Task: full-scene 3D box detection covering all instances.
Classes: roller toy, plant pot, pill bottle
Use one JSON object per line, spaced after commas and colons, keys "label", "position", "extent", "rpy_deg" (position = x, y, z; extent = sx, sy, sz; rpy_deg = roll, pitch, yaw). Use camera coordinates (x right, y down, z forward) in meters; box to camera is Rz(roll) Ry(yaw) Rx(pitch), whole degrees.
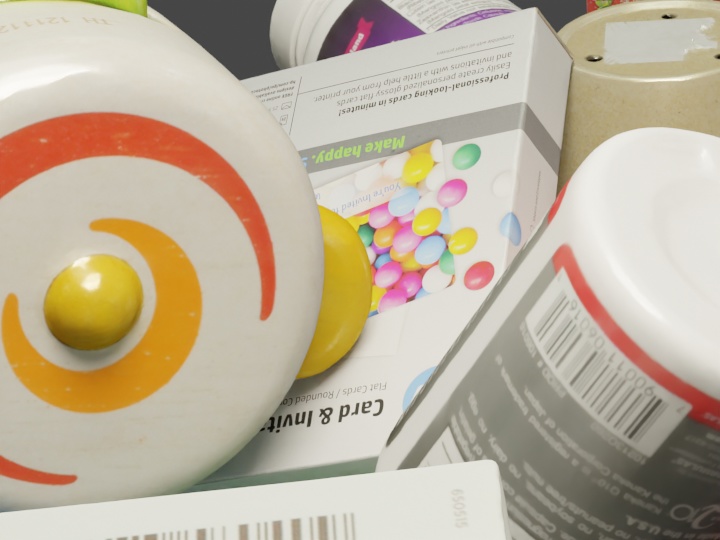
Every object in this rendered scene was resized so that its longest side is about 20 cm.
{"label": "roller toy", "position": [-0.111, -0.006, 0.904], "extent": [0.182, 0.200, 0.140], "rpy_deg": [-40, 29, -4]}
{"label": "plant pot", "position": [0.134, -0.009, 1.082], "extent": [0.187, 0.200, 0.187], "rpy_deg": [-6, 26, 3]}
{"label": "pill bottle", "position": [0.040, -0.085, 1.213], "extent": [0.111, 0.111, 0.200], "rpy_deg": [-20, 38, -25]}
{"label": "pill bottle", "position": [0.074, 0.059, 0.814], "extent": [0.114, 0.200, 0.114], "rpy_deg": [19, 41, -17]}

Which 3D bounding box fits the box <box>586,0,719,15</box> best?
{"label": "box", "position": [0.172, -0.087, 1.229], "extent": [0.095, 0.200, 0.100], "rpy_deg": [10, 31, 26]}

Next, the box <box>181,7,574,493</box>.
{"label": "box", "position": [0.000, 0.000, 0.991], "extent": [0.156, 0.041, 0.200], "rpy_deg": [-11, 54, 30]}

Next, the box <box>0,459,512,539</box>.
{"label": "box", "position": [-0.041, 0.189, 0.722], "extent": [0.199, 0.171, 0.200], "rpy_deg": [-6, 41, 1]}
